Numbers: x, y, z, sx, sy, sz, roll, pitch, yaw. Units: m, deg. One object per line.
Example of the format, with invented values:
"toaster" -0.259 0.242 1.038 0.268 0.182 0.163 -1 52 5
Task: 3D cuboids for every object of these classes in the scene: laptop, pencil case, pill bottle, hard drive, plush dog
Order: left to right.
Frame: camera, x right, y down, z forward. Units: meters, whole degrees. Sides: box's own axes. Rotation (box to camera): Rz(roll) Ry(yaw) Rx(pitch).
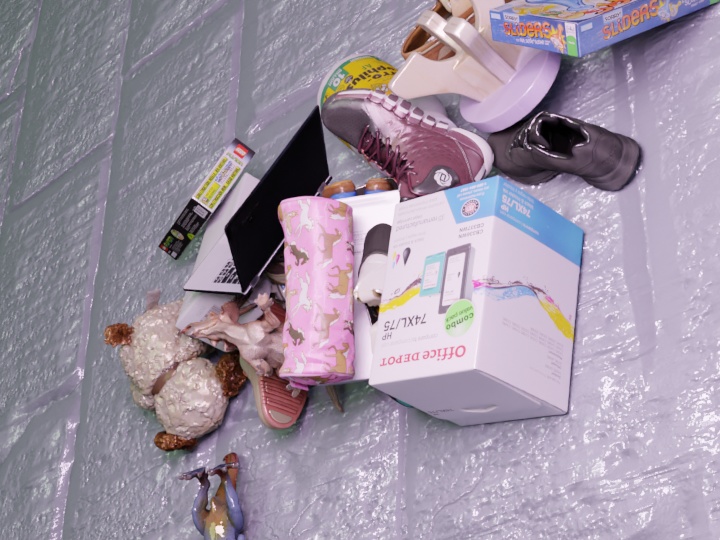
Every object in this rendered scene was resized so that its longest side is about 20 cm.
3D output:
"plush dog" -0.232 0.135 1.679 0.200 0.160 0.172 -50 63 14
"laptop" -0.128 -0.078 1.498 0.199 0.116 0.188 3 50 49
"pencil case" -0.047 0.024 1.388 0.087 0.082 0.202 115 154 -79
"hard drive" 0.007 0.019 1.434 0.131 0.027 0.202 -8 80 10
"pill bottle" 0.036 -0.178 1.565 0.113 0.112 0.200 -55 38 8

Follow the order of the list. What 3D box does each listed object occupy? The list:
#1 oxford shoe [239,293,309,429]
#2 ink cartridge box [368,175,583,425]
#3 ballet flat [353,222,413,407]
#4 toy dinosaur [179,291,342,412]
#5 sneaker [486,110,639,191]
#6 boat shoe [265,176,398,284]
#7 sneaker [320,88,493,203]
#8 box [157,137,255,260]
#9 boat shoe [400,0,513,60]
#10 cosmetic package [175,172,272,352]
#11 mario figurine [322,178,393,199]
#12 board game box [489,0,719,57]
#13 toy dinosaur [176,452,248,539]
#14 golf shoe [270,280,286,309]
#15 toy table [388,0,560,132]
"oxford shoe" -0.110 0.121 1.598 0.074 0.070 0.201 -43 32 33
"ink cartridge box" 0.119 0.037 1.314 0.146 0.146 0.202 -14 59 44
"ballet flat" 0.033 0.044 1.370 0.068 0.068 0.202 -23 76 32
"toy dinosaur" -0.098 0.086 1.521 0.086 0.199 0.135 -61 16 -6
"sneaker" 0.197 -0.136 1.375 0.199 0.090 0.077 7 76 52
"boat shoe" -0.033 -0.054 1.557 0.200 0.066 0.072 -30 61 2
"sneaker" 0.038 -0.120 1.404 0.076 0.199 0.116 100 -169 -52
"box" -0.211 -0.094 1.772 0.110 0.035 0.200 -58 8 -27
"boat shoe" 0.125 -0.317 1.578 0.200 0.074 0.076 -53 39 12
"cosmetic package" -0.158 -0.012 1.662 0.113 0.081 0.201 -44 23 43
"mario figurine" 0.000 0.000 1.508 0.123 0.106 0.202 -5 85 30
"board game box" 0.250 -0.271 1.335 0.135 0.199 0.035 24 132 51
"toy dinosaur" -0.148 0.318 1.532 0.104 0.200 0.183 -16 91 27
"golf shoe" -0.052 -0.041 1.637 0.096 0.078 0.201 -10 60 20
"toy table" 0.130 -0.241 1.444 0.184 0.117 0.200 -56 17 -6
